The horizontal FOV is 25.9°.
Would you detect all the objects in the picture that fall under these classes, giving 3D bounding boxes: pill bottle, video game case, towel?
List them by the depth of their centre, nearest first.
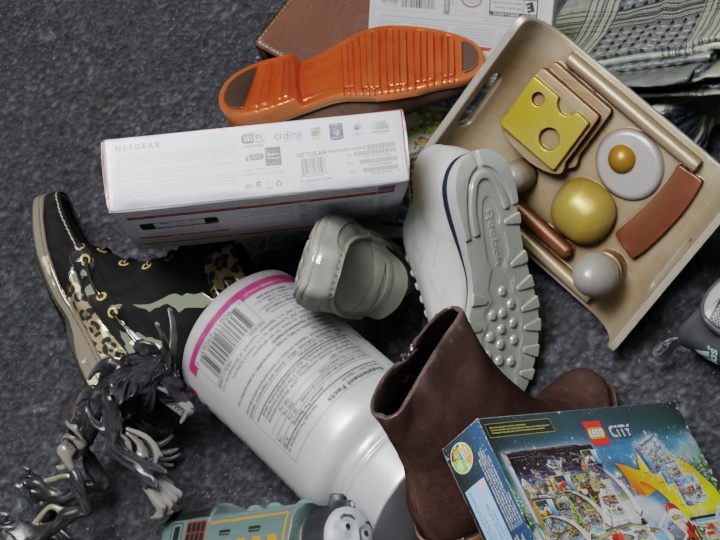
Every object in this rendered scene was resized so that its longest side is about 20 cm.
[{"bbox_3d":[-0.024,0.099,1.095,0.113,0.114,0.200,-45,59,-9],"label":"pill bottle"},{"bbox_3d":[0.070,-0.118,1.164,0.142,0.018,0.203,9,105,20],"label":"video game case"},{"bbox_3d":[0.223,-0.197,1.165,0.191,0.035,0.201,0,45,36],"label":"towel"}]

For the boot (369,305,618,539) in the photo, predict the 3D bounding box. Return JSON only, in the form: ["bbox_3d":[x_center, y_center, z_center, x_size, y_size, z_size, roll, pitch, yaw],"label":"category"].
[{"bbox_3d":[0.093,0.088,1.008,0.072,0.168,0.200,8,43,40],"label":"boot"}]

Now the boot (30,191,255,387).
[{"bbox_3d":[-0.165,0.001,1.215,0.149,0.073,0.201,-27,62,4],"label":"boot"}]

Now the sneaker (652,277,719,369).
[{"bbox_3d":[0.263,0.068,1.048,0.138,0.078,0.202,1,54,20],"label":"sneaker"}]

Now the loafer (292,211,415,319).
[{"bbox_3d":[0.000,0.000,1.097,0.069,0.200,0.071,20,97,9],"label":"loafer"}]

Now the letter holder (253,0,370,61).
[{"bbox_3d":[0.039,-0.200,1.243,0.141,0.101,0.201,30,75,27],"label":"letter holder"}]

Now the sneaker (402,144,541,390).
[{"bbox_3d":[0.072,0.011,1.104,0.080,0.076,0.203,7,105,48],"label":"sneaker"}]

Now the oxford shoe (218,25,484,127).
[{"bbox_3d":[-0.001,-0.127,1.157,0.198,0.073,0.072,-8,48,16],"label":"oxford shoe"}]

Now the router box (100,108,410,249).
[{"bbox_3d":[-0.070,-0.060,1.088,0.197,0.180,0.049,-6,83,-3],"label":"router box"}]

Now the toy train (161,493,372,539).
[{"bbox_3d":[-0.069,0.209,1.037,0.199,0.085,0.115,-18,56,46],"label":"toy train"}]

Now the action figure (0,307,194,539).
[{"bbox_3d":[-0.170,0.126,1.117,0.102,0.119,0.200,37,107,-11],"label":"action figure"}]

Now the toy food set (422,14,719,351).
[{"bbox_3d":[0.147,-0.062,1.095,0.200,0.060,0.144,42,116,13],"label":"toy food set"}]

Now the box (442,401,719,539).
[{"bbox_3d":[0.155,0.153,0.962,0.038,0.199,0.138,-46,58,36],"label":"box"}]

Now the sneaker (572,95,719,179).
[{"bbox_3d":[0.225,-0.123,1.170,0.199,0.078,0.086,-39,41,-8],"label":"sneaker"}]
